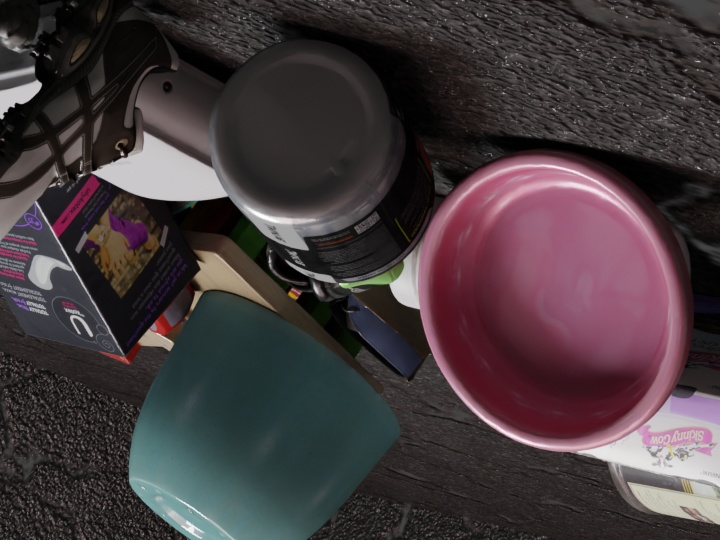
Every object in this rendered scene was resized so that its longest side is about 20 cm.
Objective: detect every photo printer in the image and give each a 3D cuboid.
[{"bbox_3d":[-0.164,-0.110,1.594,0.199,0.070,0.166,28,163,-32],"label":"photo printer"}]

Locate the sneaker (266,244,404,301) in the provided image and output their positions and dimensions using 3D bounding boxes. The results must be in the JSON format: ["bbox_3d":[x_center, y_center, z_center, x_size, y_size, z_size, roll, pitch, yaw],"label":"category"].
[{"bbox_3d":[-0.038,-0.034,1.650,0.077,0.083,0.200,66,171,-24],"label":"sneaker"}]

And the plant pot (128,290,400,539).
[{"bbox_3d":[-0.093,0.142,1.856,0.200,0.161,0.201,32,163,11],"label":"plant pot"}]

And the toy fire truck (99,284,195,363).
[{"bbox_3d":[-0.194,0.030,1.939,0.199,0.049,0.141,12,152,50],"label":"toy fire truck"}]

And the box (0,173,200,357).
[{"bbox_3d":[-0.229,-0.047,1.752,0.122,0.106,0.201,11,139,39],"label":"box"}]

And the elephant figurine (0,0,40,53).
[{"bbox_3d":[-0.300,-0.113,1.469,0.140,0.201,0.155,16,170,10],"label":"elephant figurine"}]

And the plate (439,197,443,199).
[{"bbox_3d":[0.124,-0.011,1.787,0.199,0.026,0.200,18,169,3],"label":"plate"}]

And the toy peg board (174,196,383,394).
[{"bbox_3d":[-0.078,0.004,1.900,0.200,0.098,0.199,45,160,-28],"label":"toy peg board"}]

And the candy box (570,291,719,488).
[{"bbox_3d":[0.246,0.082,1.669,0.167,0.072,0.200,12,-159,32],"label":"candy box"}]

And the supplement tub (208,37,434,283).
[{"bbox_3d":[-0.019,-0.063,1.474,0.122,0.123,0.200,15,169,14],"label":"supplement tub"}]

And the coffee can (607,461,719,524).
[{"bbox_3d":[0.326,0.144,1.914,0.146,0.147,0.199,26,167,-39],"label":"coffee can"}]

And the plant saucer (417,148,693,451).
[{"bbox_3d":[0.133,0.017,1.513,0.199,0.202,0.051,12,-162,31],"label":"plant saucer"}]

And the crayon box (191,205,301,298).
[{"bbox_3d":[-0.072,-0.014,2.033,0.199,0.051,0.127,12,169,30],"label":"crayon box"}]

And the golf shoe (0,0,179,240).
[{"bbox_3d":[-0.186,-0.079,1.444,0.094,0.201,0.078,32,177,-21],"label":"golf shoe"}]

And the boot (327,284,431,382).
[{"bbox_3d":[0.000,0.000,1.779,0.200,0.097,0.075,37,172,-20],"label":"boot"}]

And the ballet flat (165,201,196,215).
[{"bbox_3d":[-0.176,-0.078,1.838,0.068,0.068,0.200,29,167,-18],"label":"ballet flat"}]

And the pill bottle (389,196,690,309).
[{"bbox_3d":[0.123,0.003,1.616,0.199,0.112,0.111,12,168,31],"label":"pill bottle"}]
